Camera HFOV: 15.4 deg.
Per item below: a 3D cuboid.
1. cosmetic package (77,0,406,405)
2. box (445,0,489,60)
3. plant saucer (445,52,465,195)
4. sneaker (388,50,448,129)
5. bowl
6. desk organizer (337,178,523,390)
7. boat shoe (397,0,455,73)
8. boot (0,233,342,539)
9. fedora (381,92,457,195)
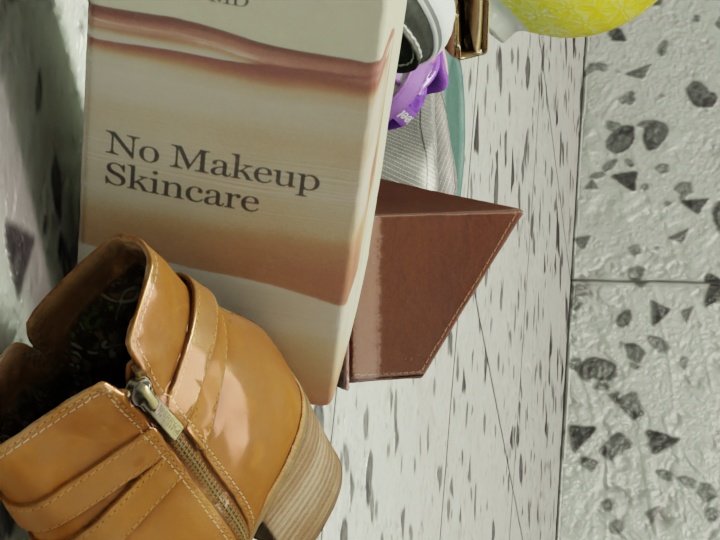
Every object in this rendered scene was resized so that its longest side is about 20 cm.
[{"bbox_3d":[-0.041,-0.055,0.926,0.201,0.103,0.087,96,5,-45],"label":"cosmetic package"},{"bbox_3d":[0.012,-0.221,1.281,0.200,0.021,0.164,-123,-156,-45],"label":"box"},{"bbox_3d":[0.045,-0.091,1.782,0.201,0.039,0.202,0,90,-80],"label":"plant saucer"},{"bbox_3d":[-0.006,-0.104,1.203,0.089,0.080,0.200,60,16,5],"label":"sneaker"},{"bbox_3d":[0.109,-0.226,1.884,0.108,0.200,0.200,-47,171,3],"label":"bowl"},{"bbox_3d":[0.000,0.000,1.134,0.200,0.077,0.072,-161,-110,-72],"label":"desk organizer"},{"bbox_3d":[-0.036,-0.127,1.048,0.200,0.068,0.057,38,58,-42],"label":"boat shoe"},{"bbox_3d":[-0.083,0.100,0.887,0.200,0.076,0.155,-58,144,-17],"label":"boot"},{"bbox_3d":[-0.001,-0.039,1.330,0.177,0.090,0.201,56,35,-74],"label":"fedora"}]
